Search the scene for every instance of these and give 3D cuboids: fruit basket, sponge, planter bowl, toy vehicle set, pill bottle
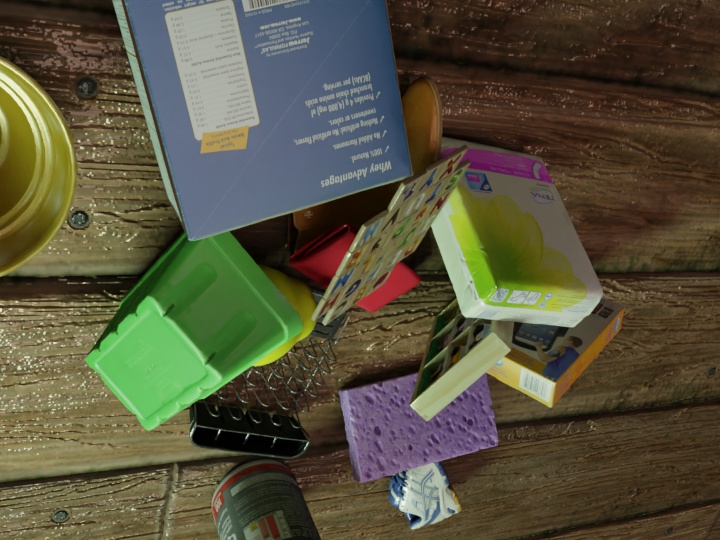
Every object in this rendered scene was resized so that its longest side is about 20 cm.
[{"bbox_3d":[-0.132,0.040,0.775,0.215,0.216,0.156,-41,97,4],"label":"fruit basket"},{"bbox_3d":[0.076,0.185,1.026,0.195,0.030,0.115,-10,85,-21],"label":"sponge"},{"bbox_3d":[-0.329,-0.096,0.643,0.196,0.084,0.204,-13,126,-18],"label":"planter bowl"},{"bbox_3d":[0.118,0.067,0.896,0.026,0.201,0.124,41,116,-7],"label":"toy vehicle set"},{"bbox_3d":[-0.101,0.334,0.963,0.113,0.201,0.118,-12,126,-18],"label":"pill bottle"}]

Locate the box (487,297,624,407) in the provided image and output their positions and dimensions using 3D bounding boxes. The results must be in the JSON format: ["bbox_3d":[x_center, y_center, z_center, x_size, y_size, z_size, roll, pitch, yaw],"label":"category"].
[{"bbox_3d":[0.227,0.069,0.973,0.199,0.117,0.042,-37,139,-38],"label":"box"}]

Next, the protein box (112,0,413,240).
[{"bbox_3d":[-0.081,-0.161,0.663,0.194,0.135,0.205,-17,113,-15],"label":"protein box"}]

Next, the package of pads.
[{"bbox_3d":[0.152,-0.040,0.847,0.151,0.204,0.069,7,141,-29],"label":"package of pads"}]

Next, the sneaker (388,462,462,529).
[{"bbox_3d":[0.074,0.287,1.103,0.087,0.076,0.202,-27,127,-3],"label":"sneaker"}]

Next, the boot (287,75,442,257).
[{"bbox_3d":[-0.003,-0.096,0.816,0.141,0.071,0.205,-4,126,-25],"label":"boot"}]

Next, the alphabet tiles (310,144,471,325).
[{"bbox_3d":[0.030,-0.029,0.764,0.165,0.006,0.201,-34,162,-43],"label":"alphabet tiles"}]

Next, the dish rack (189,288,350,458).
[{"bbox_3d":[-0.098,0.111,0.914,0.151,0.055,0.203,14,113,-34],"label":"dish rack"}]

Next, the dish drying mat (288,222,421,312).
[{"bbox_3d":[0.000,0.000,0.863,0.076,0.018,0.199,-33,155,13],"label":"dish drying mat"}]
